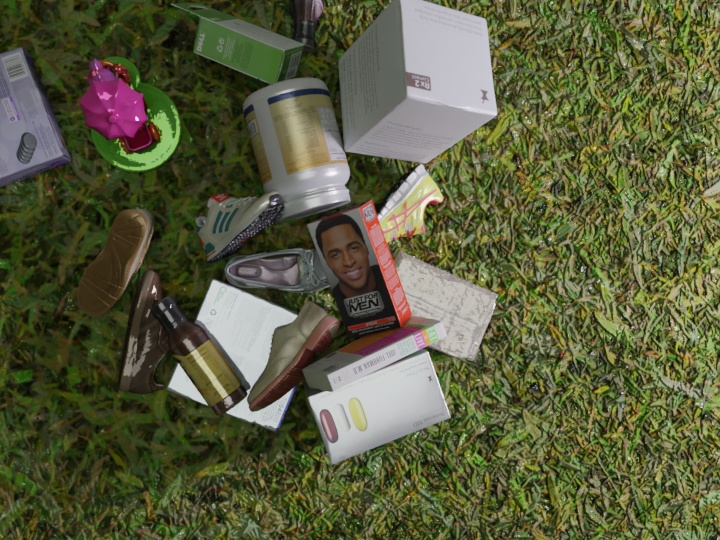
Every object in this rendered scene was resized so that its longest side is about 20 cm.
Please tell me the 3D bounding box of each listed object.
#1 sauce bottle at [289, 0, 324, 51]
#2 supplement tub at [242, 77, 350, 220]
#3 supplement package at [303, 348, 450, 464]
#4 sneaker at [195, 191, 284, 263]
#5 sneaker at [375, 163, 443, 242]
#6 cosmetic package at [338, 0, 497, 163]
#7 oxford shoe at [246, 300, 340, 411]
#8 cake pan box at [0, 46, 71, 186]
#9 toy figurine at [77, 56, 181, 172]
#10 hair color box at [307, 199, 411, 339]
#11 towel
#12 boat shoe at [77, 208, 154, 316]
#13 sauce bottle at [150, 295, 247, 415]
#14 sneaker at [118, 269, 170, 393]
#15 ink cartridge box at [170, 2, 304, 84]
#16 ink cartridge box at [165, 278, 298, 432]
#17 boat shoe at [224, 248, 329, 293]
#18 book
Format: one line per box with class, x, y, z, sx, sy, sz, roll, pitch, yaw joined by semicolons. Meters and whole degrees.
sauce bottle;-0.087;-0.474;1.188;0.065;0.066;0.202;3;90;-6
supplement tub;-0.099;-0.192;1.140;0.143;0.144;0.202;-15;90;-6
supplement package;0.021;0.208;1.137;0.199;0.156;0.112;-21;91;-6
sneaker;-0.203;-0.090;1.121;0.070;0.199;0.094;-24;83;-47
sneaker;0.065;-0.081;1.190;0.090;0.078;0.200;42;87;-10
cosmetic package;0.082;-0.287;1.098;0.164;0.200;0.166;4;74;-29
oxford shoe;-0.120;0.139;1.140;0.074;0.071;0.200;40;85;20
cake pan box;-0.594;-0.241;1.140;0.183;0.052;0.201;-23;91;-8
toy figurine;-0.376;-0.266;1.095;0.149;0.184;0.201;-23;90;-6
hair color box;0.000;0.000;1.132;0.101;0.061;0.201;-16;100;27
towel;0.127;0.063;1.213;0.199;0.034;0.133;24;86;-3
boat shoe;-0.389;-0.013;1.146;0.074;0.069;0.201;36;106;0
sauce bottle;-0.258;0.132;1.117;0.065;0.065;0.201;-34;91;-5
sneaker;-0.343;0.101;1.159;0.075;0.070;0.202;12;91;-24
ink cartridge box;-0.202;-0.368;1.142;0.199;0.104;0.060;23;116;4
ink cartridge box;-0.192;0.141;1.175;0.199;0.041;0.201;24;87;-6
boat shoe;-0.124;0.000;1.172;0.200;0.065;0.075;1;89;-8
book;0.019;0.128;1.094;0.199;0.133;0.048;-22;93;-20
